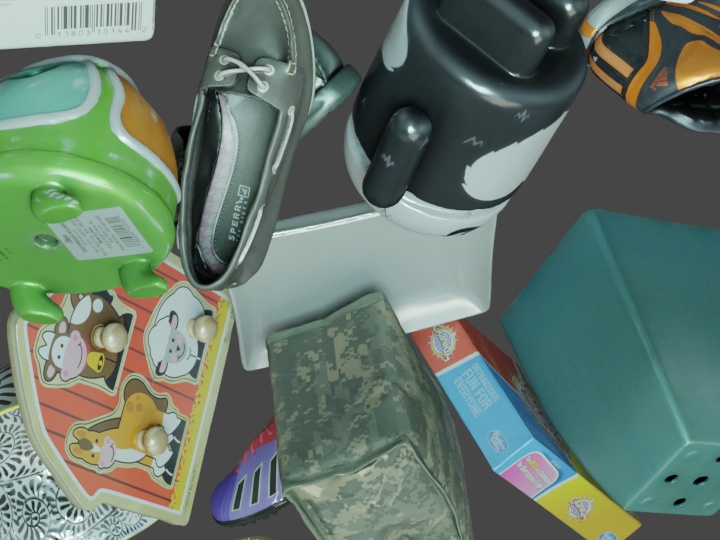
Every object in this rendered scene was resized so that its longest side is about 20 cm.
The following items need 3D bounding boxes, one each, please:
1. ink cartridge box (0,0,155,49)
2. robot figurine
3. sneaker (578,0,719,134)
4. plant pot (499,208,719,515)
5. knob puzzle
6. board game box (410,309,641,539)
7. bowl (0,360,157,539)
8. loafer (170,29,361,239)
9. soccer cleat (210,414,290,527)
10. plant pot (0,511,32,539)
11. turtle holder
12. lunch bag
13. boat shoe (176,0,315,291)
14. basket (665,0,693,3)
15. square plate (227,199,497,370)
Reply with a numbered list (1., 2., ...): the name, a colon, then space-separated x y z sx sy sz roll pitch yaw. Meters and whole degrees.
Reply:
1. ink cartridge box: -0.210 -0.195 0.914 0.200 0.045 0.176 -6 142 -15
2. robot figurine: 0.067 -0.109 1.059 0.150 0.125 0.200 1 142 -25
3. sneaker: 0.246 -0.146 1.074 0.200 0.112 0.078 -27 145 -15
4. plant pot: 0.225 0.081 1.296 0.141 0.200 0.141 8 136 -29
5. knob puzzle: -0.158 0.066 1.144 0.030 0.220 0.220 1 156 37
6. board game box: 0.135 0.130 1.357 0.040 0.153 0.200 -40 139 10
7. bowl: -0.230 0.123 1.251 0.201 0.094 0.201 -13 138 -11
8. loafer: -0.089 -0.085 1.095 0.200 0.072 0.063 -37 98 21
9. soccer cleat: -0.058 0.139 1.378 0.200 0.068 0.073 -35 120 22
10. plant pot: -0.304 0.270 1.323 0.186 0.200 0.186 -10 141 -8
11. turtle holder: -0.194 -0.051 1.024 0.141 0.132 0.185 28 142 -35
12. lunch bag: 0.018 0.146 1.243 0.118 0.164 0.200 -23 130 12
13. boat shoe: -0.071 -0.081 1.026 0.067 0.057 0.200 13 107 10
14. basket: 0.133 -0.257 0.860 0.135 0.123 0.200 5 116 -36
15. square plate: 0.000 0.000 1.228 0.198 0.028 0.200 -14 152 -6
